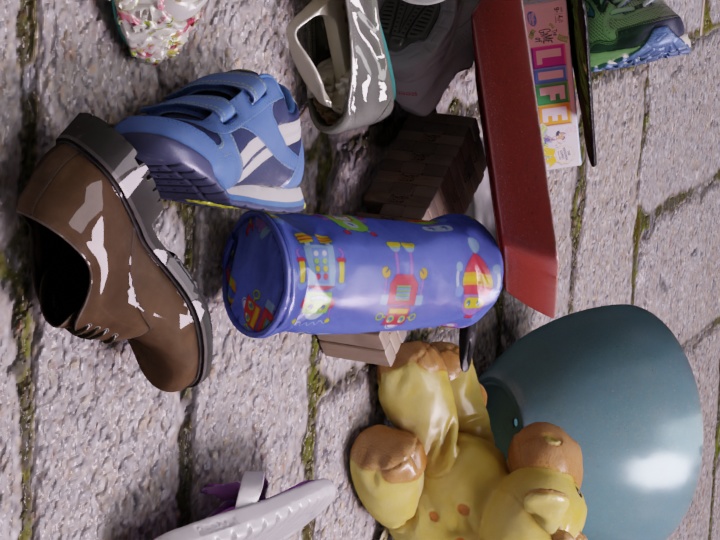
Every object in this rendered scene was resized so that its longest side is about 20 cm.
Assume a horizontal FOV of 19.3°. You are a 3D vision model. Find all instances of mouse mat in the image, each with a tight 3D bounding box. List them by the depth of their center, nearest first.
[{"bbox_3d":[0.145,-0.193,1.469,0.162,0.007,0.201,79,3,-48],"label":"mouse mat"}]

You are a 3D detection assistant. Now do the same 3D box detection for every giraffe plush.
[{"bbox_3d":[0.095,0.160,1.559,0.172,0.161,0.202,10,89,-64],"label":"giraffe plush"}]

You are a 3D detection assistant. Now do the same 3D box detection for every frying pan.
[{"bbox_3d":[0.086,-0.007,1.605,0.115,0.031,0.192,35,56,-66],"label":"frying pan"}]

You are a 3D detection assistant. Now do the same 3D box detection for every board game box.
[{"bbox_3d":[0.132,-0.183,1.569,0.201,0.034,0.135,-93,174,-56],"label":"board game box"}]

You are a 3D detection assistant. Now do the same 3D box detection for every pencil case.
[{"bbox_3d":[0.000,0.000,1.353,0.199,0.087,0.079,-1,116,-42],"label":"pencil case"}]

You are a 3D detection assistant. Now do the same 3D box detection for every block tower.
[{"bbox_3d":[0.031,-0.029,1.490,0.054,0.057,0.201,69,38,-47],"label":"block tower"}]

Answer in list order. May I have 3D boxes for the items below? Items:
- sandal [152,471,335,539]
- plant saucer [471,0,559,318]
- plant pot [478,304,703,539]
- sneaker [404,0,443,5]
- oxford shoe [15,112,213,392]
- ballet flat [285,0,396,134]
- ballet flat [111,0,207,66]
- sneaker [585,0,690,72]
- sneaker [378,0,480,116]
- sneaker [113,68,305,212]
[{"bbox_3d":[-0.080,0.151,1.322,0.050,0.082,0.202,57,26,12],"label":"sandal"},{"bbox_3d":[0.104,-0.080,1.441,0.200,0.036,0.202,71,13,-77],"label":"plant saucer"},{"bbox_3d":[0.160,0.129,1.693,0.134,0.200,0.202,0,100,-29],"label":"plant pot"},{"bbox_3d":[0.037,-0.276,1.328,0.089,0.073,0.202,90,-8,-66],"label":"sneaker"},{"bbox_3d":[-0.140,0.009,1.155,0.085,0.072,0.201,-48,140,-22],"label":"oxford shoe"},{"bbox_3d":[-0.020,-0.178,1.335,0.063,0.067,0.201,-24,122,-24],"label":"ballet flat"},{"bbox_3d":[-0.105,-0.188,1.129,0.076,0.063,0.201,-56,151,-38],"label":"ballet flat"},{"bbox_3d":[0.183,-0.197,1.551,0.200,0.076,0.086,-135,-147,-72],"label":"sneaker"},{"bbox_3d":[0.061,-0.195,1.496,0.201,0.077,0.100,-59,155,-26],"label":"sneaker"},{"bbox_3d":[-0.089,-0.079,1.216,0.200,0.073,0.083,5,92,-71],"label":"sneaker"}]
